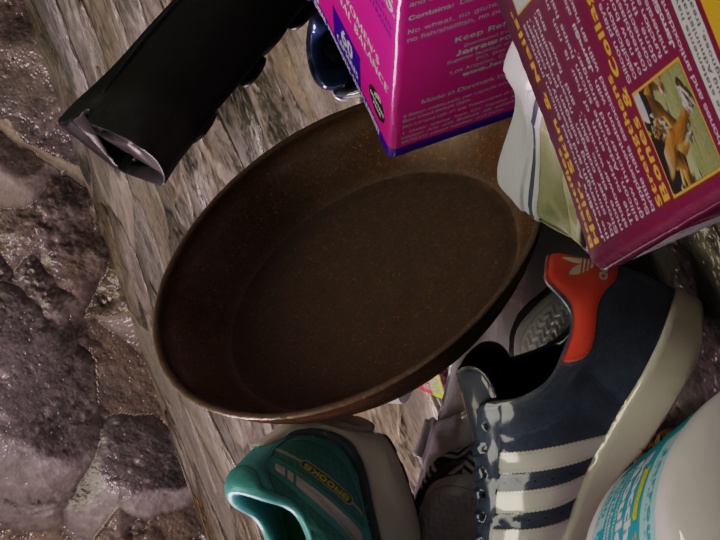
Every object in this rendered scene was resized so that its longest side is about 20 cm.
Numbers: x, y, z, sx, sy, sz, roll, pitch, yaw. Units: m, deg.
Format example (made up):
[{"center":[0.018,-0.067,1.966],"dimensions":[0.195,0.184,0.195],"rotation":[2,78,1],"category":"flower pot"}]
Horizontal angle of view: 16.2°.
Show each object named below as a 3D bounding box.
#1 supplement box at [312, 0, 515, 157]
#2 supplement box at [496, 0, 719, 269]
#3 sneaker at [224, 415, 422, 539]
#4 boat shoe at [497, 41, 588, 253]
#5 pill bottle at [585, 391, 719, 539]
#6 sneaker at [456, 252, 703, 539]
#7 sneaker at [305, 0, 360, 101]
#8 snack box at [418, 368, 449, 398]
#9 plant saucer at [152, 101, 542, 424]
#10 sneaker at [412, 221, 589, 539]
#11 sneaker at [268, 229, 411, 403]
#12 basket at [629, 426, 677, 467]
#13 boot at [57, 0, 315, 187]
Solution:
[{"center":[0.040,-0.150,1.014],"dimensions":[0.200,0.103,0.102],"rotation":[94,154,-60],"category":"supplement box"},{"center":[0.117,-0.090,0.757],"dimensions":[0.200,0.103,0.132],"rotation":[143,106,-77],"category":"supplement box"},{"center":[-0.005,0.166,1.138],"dimensions":[0.077,0.079,0.201],"rotation":[-21,92,55],"category":"sneaker"},{"center":[0.099,-0.069,1.005],"dimensions":[0.062,0.072,0.200],"rotation":[40,163,15],"category":"boat shoe"},{"center":[0.150,0.097,0.901],"dimensions":[0.200,0.110,0.111],"rotation":[113,135,-73],"category":"pill bottle"},{"center":[0.068,0.081,1.080],"dimensions":[0.201,0.084,0.075],"rotation":[-63,1,15],"category":"sneaker"},{"center":[0.008,-0.123,1.245],"dimensions":[0.200,0.085,0.078],"rotation":[-170,61,-77],"category":"sneaker"},{"center":[0.023,-0.009,1.447],"dimensions":[0.200,0.053,0.143],"rotation":[-172,64,-77],"category":"snack box"},{"center":[0.000,0.000,1.152],"dimensions":[0.037,0.200,0.201],"rotation":[56,179,-38],"category":"plant saucer"},{"center":[0.065,0.059,1.182],"dimensions":[0.201,0.075,0.115],"rotation":[-60,29,26],"category":"sneaker"},{"center":[0.007,-0.002,1.262],"dimensions":[0.200,0.079,0.079],"rotation":[-55,-31,-63],"category":"sneaker"},{"center":[0.147,0.175,1.168],"dimensions":[0.142,0.149,0.200],"rotation":[36,166,0],"category":"basket"},{"center":[-0.045,-0.129,1.161],"dimensions":[0.066,0.200,0.165],"rotation":[46,166,-10],"category":"boot"}]
